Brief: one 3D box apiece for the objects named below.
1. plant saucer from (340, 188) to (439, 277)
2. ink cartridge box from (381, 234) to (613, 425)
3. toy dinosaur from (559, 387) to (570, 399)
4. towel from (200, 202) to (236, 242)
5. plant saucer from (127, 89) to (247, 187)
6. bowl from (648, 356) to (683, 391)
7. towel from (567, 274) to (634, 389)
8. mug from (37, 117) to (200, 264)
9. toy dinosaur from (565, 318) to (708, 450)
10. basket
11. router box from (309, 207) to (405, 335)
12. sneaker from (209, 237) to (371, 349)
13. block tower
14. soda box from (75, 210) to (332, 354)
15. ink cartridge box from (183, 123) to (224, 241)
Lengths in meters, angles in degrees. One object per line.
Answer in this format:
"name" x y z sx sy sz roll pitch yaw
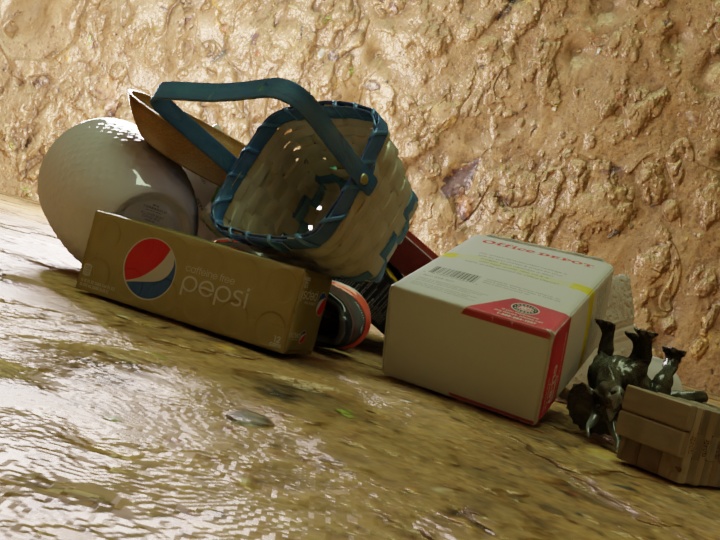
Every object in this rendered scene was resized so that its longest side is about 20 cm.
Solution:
"plant saucer" 0.047 -0.028 1.023 0.199 0.037 0.199 41 6 13
"ink cartridge box" 0.128 0.041 0.782 0.143 0.085 0.199 15 22 26
"toy dinosaur" 0.148 0.083 0.875 0.105 0.061 0.200 -19 50 -36
"towel" -0.082 -0.002 0.932 0.200 0.048 0.171 45 2 -4
"plant saucer" -0.154 -0.121 0.906 0.198 0.036 0.200 30 8 -4
"bowl" 0.363 0.145 1.307 0.197 0.076 0.199 15 2 -28
"towel" 0.269 0.073 1.032 0.198 0.135 0.034 -5 -2 -44
"mug" -0.224 -0.052 0.921 0.199 0.149 0.175 36 0 -37
"toy dinosaur" 0.235 0.106 0.768 0.076 0.104 0.199 15 -7 41
"basket" -0.060 -0.084 0.720 0.175 0.141 0.200 12 -19 42
"router box" 0.000 0.000 0.994 0.157 0.052 0.200 43 5 -22
"sneaker" -0.087 0.020 0.803 0.196 0.078 0.082 14 8 8
"block tower" 0.269 0.131 0.667 0.198 0.055 0.057 16 0 -39
"soda box" -0.128 0.010 0.722 0.197 0.069 0.064 16 -1 19
"ink cartridge box" -0.229 -0.074 1.062 0.198 0.118 0.067 -27 13 20
